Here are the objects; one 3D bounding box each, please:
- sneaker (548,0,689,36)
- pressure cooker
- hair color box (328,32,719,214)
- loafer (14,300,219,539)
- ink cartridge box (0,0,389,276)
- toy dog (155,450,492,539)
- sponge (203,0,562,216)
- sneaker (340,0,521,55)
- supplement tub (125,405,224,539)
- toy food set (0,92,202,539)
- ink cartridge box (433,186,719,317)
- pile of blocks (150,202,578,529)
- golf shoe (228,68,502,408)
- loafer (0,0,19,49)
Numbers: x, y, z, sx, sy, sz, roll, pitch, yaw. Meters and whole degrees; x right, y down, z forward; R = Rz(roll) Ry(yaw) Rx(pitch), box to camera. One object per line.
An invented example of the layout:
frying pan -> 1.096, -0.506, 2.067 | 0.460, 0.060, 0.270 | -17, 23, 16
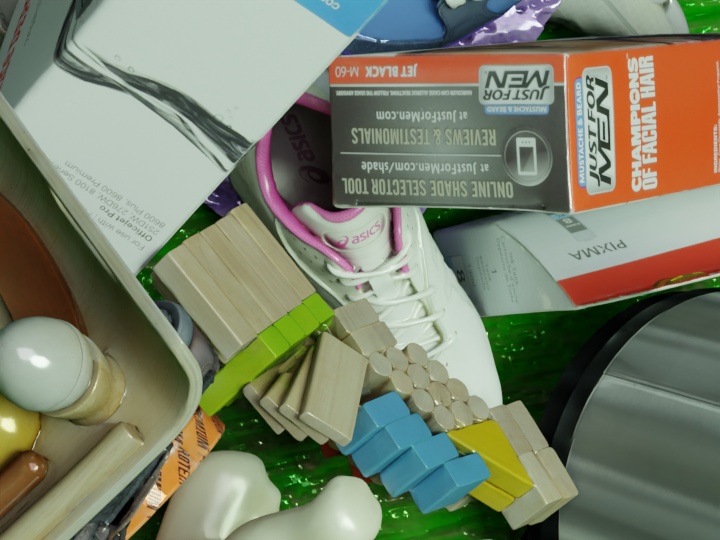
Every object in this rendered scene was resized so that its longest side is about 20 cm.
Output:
sneaker -> 0.056, -0.143, 1.094 | 0.200, 0.075, 0.081 | 32, 84, -6
pressure cooker -> 0.170, 0.095, 1.013 | 0.176, 0.200, 0.179 | 1, 99, -38
hair color box -> 0.090, -0.063, 0.969 | 0.200, 0.111, 0.064 | -13, 103, -53
loafer -> -0.121, 0.096, 0.875 | 0.200, 0.072, 0.063 | -44, 118, 4
ink cartridge box -> -0.059, -0.112, 0.920 | 0.084, 0.200, 0.145 | 33, 33, -18
toy dog -> -0.024, 0.168, 0.914 | 0.140, 0.200, 0.194 | 39, 83, -14
sponge -> 0.008, -0.096, 1.048 | 0.112, 0.030, 0.200 | 33, 93, -7
sneaker -> 0.070, -0.153, 0.954 | 0.200, 0.146, 0.081 | -27, 92, -12
supplement tub -> -0.156, 0.026, 0.955 | 0.200, 0.123, 0.123 | 45, 69, -4
toy food set -> -0.162, 0.048, 0.830 | 0.200, 0.060, 0.144 | -43, 59, 6
ink cartridge box -> 0.141, -0.021, 1.019 | 0.160, 0.200, 0.047 | -14, 91, -20
pile of blocks -> -0.010, 0.059, 0.956 | 0.200, 0.062, 0.082 | 35, 38, -16
golf shoe -> 0.000, 0.000, 0.999 | 0.075, 0.092, 0.200 | -32, 101, -3
loafer -> -0.121, -0.187, 1.043 | 0.072, 0.063, 0.200 | 20, 73, -13
